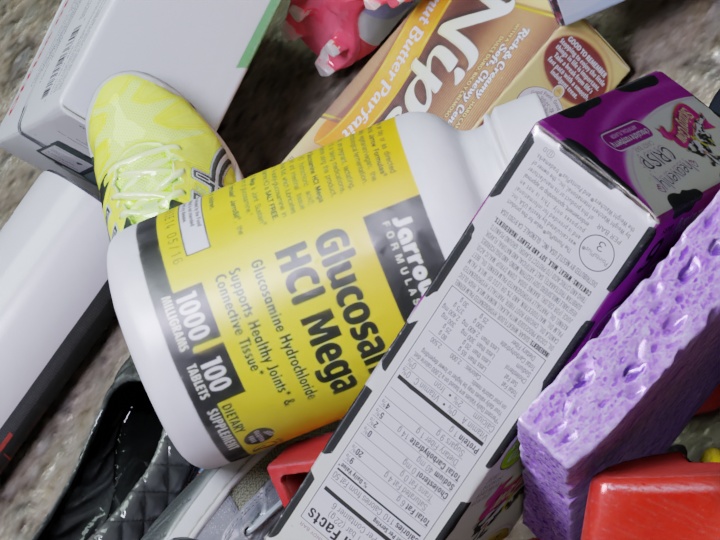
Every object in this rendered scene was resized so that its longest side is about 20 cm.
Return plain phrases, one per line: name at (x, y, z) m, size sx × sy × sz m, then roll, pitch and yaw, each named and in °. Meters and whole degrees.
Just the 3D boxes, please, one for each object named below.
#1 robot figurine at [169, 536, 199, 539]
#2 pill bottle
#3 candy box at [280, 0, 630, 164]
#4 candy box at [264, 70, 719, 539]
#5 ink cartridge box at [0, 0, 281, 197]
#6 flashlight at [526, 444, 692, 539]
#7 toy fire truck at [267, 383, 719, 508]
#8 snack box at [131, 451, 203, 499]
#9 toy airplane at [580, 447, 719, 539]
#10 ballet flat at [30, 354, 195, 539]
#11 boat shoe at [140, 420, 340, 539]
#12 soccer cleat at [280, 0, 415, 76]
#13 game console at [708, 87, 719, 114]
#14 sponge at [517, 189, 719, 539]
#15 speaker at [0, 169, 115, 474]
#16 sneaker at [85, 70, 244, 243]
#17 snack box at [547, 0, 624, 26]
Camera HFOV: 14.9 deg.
robot figurine at (-0.010, 0.180, 1.082) m, size 0.058 × 0.200 × 0.146 m, roll -34°, pitch 38°, yaw 18°
pill bottle at (0.000, 0.000, 1.187) m, size 0.199 × 0.113 × 0.113 m, roll -23°, pitch 39°, yaw 5°
candy box at (0.030, -0.059, 1.388) m, size 0.200 × 0.055 × 0.115 m, roll -48°, pitch 35°, yaw -1°
candy box at (0.060, 0.029, 1.036) m, size 0.201 × 0.061 × 0.136 m, roll -57°, pitch -14°, yaw 25°
ink cartridge box at (-0.120, -0.123, 1.514) m, size 0.147 × 0.084 × 0.200 m, roll -64°, pitch 14°, yaw -10°
flashlight at (0.061, 0.127, 1.174) m, size 0.199 × 0.068 × 0.068 m, roll -25°, pitch 38°, yaw 31°
toy fire truck at (0.074, 0.060, 1.178) m, size 0.199 × 0.049 × 0.141 m, roll -17°, pitch 12°, yaw 36°
snack box at (-0.075, 0.125, 1.355) m, size 0.072 × 0.024 × 0.200 m, roll -48°, pitch 35°, yaw -1°
toy airplane at (0.189, 0.092, 0.987) m, size 0.200 × 0.199 × 0.141 m, roll -42°, pitch 20°, yaw -10°
ballet flat at (-0.127, 0.107, 1.356) m, size 0.066 × 0.057 × 0.201 m, roll -1°, pitch 57°, yaw 46°
boat shoe at (-0.044, 0.108, 1.254) m, size 0.202 × 0.065 × 0.074 m, roll -47°, pitch 1°, yaw -35°
soccer cleat at (0.012, -0.166, 1.443) m, size 0.076 × 0.067 × 0.200 m, roll -46°, pitch -1°, yaw -23°
game console at (0.254, -0.085, 1.198) m, size 0.177 × 0.031 × 0.200 m, roll -49°, pitch 36°, yaw 0°
sponge at (0.104, 0.044, 1.025) m, size 0.030 × 0.200 × 0.112 m, roll 40°, pitch 81°, yaw 12°
speaker at (-0.200, 0.047, 1.512) m, size 0.201 × 0.081 × 0.081 m, roll -55°, pitch 36°, yaw -10°
sneaker at (-0.088, -0.016, 1.346) m, size 0.075 × 0.076 × 0.201 m, roll -23°, pitch 67°, yaw 3°
snack box at (0.167, -0.214, 1.349) m, size 0.199 × 0.053 × 0.143 m, roll -22°, pitch 42°, yaw 6°
